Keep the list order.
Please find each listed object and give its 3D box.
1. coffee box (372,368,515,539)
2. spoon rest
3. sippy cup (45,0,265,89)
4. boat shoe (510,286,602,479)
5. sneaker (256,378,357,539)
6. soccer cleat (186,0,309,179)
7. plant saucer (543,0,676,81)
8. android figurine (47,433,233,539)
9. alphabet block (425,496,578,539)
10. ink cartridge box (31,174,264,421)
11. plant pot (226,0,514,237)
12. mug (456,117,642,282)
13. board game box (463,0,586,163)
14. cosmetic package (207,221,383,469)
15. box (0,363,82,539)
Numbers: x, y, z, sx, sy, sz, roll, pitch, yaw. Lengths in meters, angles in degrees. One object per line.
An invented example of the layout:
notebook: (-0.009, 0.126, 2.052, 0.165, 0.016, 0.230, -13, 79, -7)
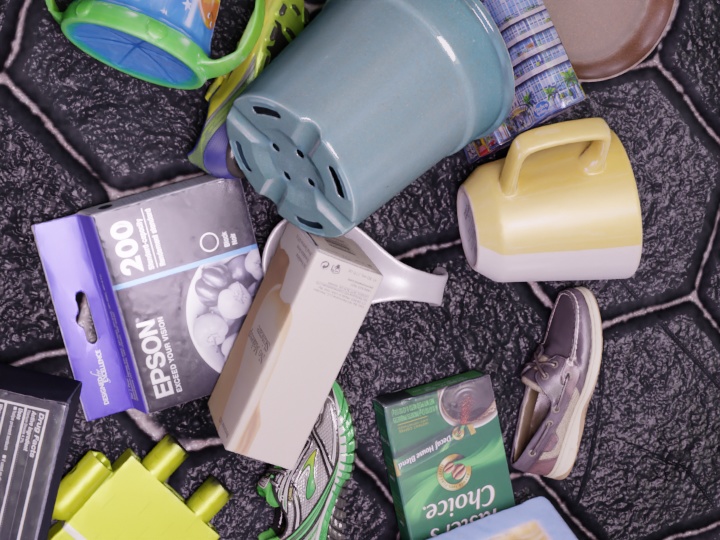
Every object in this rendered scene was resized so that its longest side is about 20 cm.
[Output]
coffee box: (0.091, 0.211, 1.360, 0.122, 0.044, 0.202, -14, 101, -16)
spoon rest: (0.000, 0.000, 1.288, 0.199, 0.061, 0.100, 11, 93, -25)
sippy cup: (-0.179, -0.248, 1.184, 0.177, 0.139, 0.131, 24, 79, -27)
boat shoe: (0.196, 0.115, 1.367, 0.064, 0.072, 0.202, 5, 101, -22)
sneaker: (-0.053, 0.192, 1.298, 0.085, 0.078, 0.202, 6, 96, -16)
soccer cleat: (-0.107, -0.181, 1.243, 0.065, 0.083, 0.202, 35, 68, -56)
plant saucer: (0.223, -0.291, 1.343, 0.199, 0.032, 0.202, -2, 98, -16)
android figurine: (-0.220, 0.258, 1.278, 0.200, 0.041, 0.182, -45, 107, -8)
alphabet block: (0.143, 0.377, 1.293, 0.195, 0.196, 0.201, -17, 123, -12)
ink cartridge box: (-0.185, 0.026, 1.257, 0.199, 0.043, 0.200, -17, 103, -13)
plant pot: (0.000, -0.144, 1.177, 0.196, 0.200, 0.201, -45, 108, -28)
mug: (0.175, -0.071, 1.300, 0.152, 0.150, 0.188, -10, 115, -6)
board game box: (0.113, -0.219, 1.257, 0.061, 0.200, 0.201, -25, 89, -13)
cosmetic package: (-0.062, 0.065, 1.215, 0.071, 0.105, 0.201, 20, 101, -22)
box: (-0.363, 0.179, 1.168, 0.197, 0.123, 0.202, 14, 93, -5)
